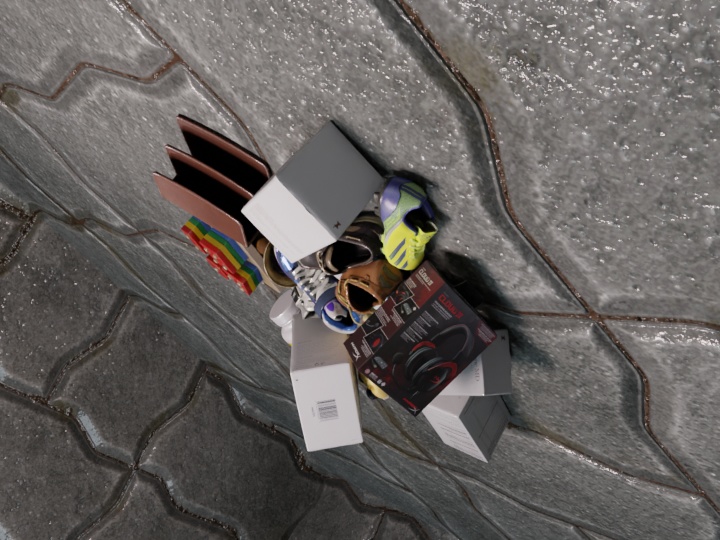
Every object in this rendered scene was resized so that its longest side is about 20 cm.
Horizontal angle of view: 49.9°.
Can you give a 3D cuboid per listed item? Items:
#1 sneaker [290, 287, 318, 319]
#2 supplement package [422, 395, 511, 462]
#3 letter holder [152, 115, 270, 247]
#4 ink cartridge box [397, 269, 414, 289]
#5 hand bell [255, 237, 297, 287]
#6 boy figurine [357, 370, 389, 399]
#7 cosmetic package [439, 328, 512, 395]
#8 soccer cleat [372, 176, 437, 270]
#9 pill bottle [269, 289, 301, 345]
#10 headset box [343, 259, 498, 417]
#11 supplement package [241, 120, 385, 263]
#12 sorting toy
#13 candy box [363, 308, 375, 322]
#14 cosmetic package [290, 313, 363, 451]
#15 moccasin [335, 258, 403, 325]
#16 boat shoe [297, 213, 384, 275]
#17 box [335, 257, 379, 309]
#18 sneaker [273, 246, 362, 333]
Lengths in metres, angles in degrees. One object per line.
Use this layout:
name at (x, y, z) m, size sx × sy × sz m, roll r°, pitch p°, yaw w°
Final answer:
sneaker at (-0.109, 0.046, 1.558) m, size 0.198 × 0.089 × 0.074 m, roll 31°, pitch 162°, yaw 15°
supplement package at (0.201, 0.267, 1.505) m, size 0.108 × 0.115 × 0.201 m, roll 17°, pitch 153°, yaw 37°
letter holder at (-0.253, -0.156, 1.321) m, size 0.198 × 0.101 × 0.143 m, roll 30°, pitch 158°, yaw 16°
ink cartridge box at (0.061, 0.100, 1.256) m, size 0.038 × 0.100 × 0.203 m, roll 1°, pitch 121°, yaw -7°
hand bell at (-0.169, -0.038, 1.499) m, size 0.104 × 0.105 × 0.199 m, roll 45°, pitch 170°, yaw -25°
boy figurine at (0.024, 0.195, 1.548) m, size 0.126 × 0.064 × 0.201 m, roll 61°, pitch 169°, yaw 21°
cosmetic package at (0.153, 0.155, 1.281) m, size 0.070 × 0.104 × 0.198 m, roll 2°, pitch 171°, yaw -37°
soccer cleat at (0.071, -0.052, 1.077) m, size 0.083 × 0.065 × 0.201 m, roll 23°, pitch 156°, yaw 24°
pill bottle at (-0.105, 0.136, 1.714) m, size 0.200 × 0.112 × 0.111 m, roll 44°, pitch 158°, yaw -24°
headset box at (0.097, 0.096, 1.150) m, size 0.148 × 0.200 × 0.075 m, roll 42°, pitch -173°, yaw -33°
supplement package at (-0.072, -0.105, 1.101) m, size 0.117 × 0.118 × 0.199 m, roll 46°, pitch 158°, yaw -11°
sorting toy at (-0.280, -0.034, 1.636) m, size 0.199 × 0.070 × 0.200 m, roll 30°, pitch 161°, yaw 42°
candy box at (0.050, 0.120, 1.505) m, size 0.200 × 0.056 × 0.115 m, roll 44°, pitch 161°, yaw -25°
cosmetic package at (-0.068, 0.218, 1.583) m, size 0.201 × 0.120 × 0.203 m, roll -100°, pitch 1°, yaw -60°
moccasin at (0.003, 0.037, 1.225) m, size 0.073 × 0.078 × 0.201 m, roll 42°, pitch 161°, yaw -16°
boat shoe at (-0.039, -0.035, 1.205) m, size 0.198 × 0.073 × 0.075 m, roll -17°, pitch 113°, yaw 43°
box at (0.000, 0.000, 1.328) m, size 0.199 × 0.049 × 0.082 m, roll 39°, pitch 159°, yaw -10°
sneaker at (-0.067, 0.027, 1.360) m, size 0.201 × 0.080 × 0.147 m, roll 50°, pitch -179°, yaw -26°
